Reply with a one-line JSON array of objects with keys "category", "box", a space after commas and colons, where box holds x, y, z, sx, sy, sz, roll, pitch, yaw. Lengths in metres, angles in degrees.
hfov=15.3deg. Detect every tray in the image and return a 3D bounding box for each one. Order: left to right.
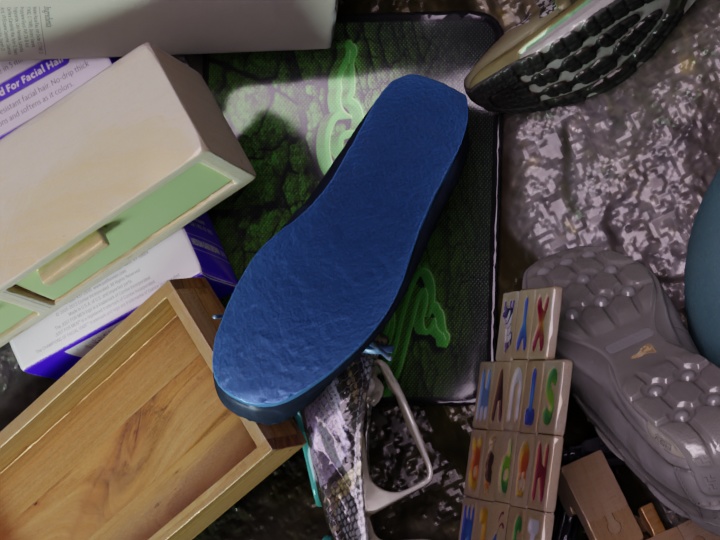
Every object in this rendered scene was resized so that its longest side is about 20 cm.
[{"category": "tray", "box": [-0.125, 0.102, 1.322, 0.200, 0.037, 0.099, -40, 72, 25]}]

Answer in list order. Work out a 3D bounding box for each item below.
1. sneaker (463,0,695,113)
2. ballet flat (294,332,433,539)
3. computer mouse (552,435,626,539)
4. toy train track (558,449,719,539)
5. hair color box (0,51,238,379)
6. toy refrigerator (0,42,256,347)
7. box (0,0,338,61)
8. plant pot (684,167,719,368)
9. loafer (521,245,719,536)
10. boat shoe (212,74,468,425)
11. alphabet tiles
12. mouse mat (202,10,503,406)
[{"category": "sneaker", "box": [0.122, -0.157, 1.310, 0.200, 0.077, 0.089, -40, 61, 2]}, {"category": "ballet flat", "box": [0.004, 0.121, 1.298, 0.072, 0.072, 0.201, -8, 84, 14]}, {"category": "computer mouse", "box": [0.167, 0.144, 1.266, 0.199, 0.046, 0.141, -5, 77, 20]}, {"category": "toy train track", "box": [0.140, 0.180, 1.223, 0.114, 0.033, 0.201, -21, 77, -21]}, {"category": "hair color box", "box": [-0.154, -0.057, 1.365, 0.109, 0.065, 0.201, -27, 77, 12]}, {"category": "toy refrigerator", "box": [-0.155, -0.020, 1.288, 0.200, 0.076, 0.070, -32, 74, 9]}, {"category": "box", "box": [-0.112, -0.149, 1.306, 0.199, 0.082, 0.069, -3, 72, -6]}, {"category": "plant pot", "box": [0.238, 0.000, 1.215, 0.199, 0.135, 0.201, -2, 83, 15]}, {"category": "loafer", "box": [0.128, 0.054, 1.238, 0.070, 0.070, 0.200, -20, 33, -8]}, {"category": "boat shoe", "box": [0.000, 0.000, 1.275, 0.084, 0.069, 0.200, 32, 63, 14]}, {"category": "alphabet tiles", "box": [0.067, 0.108, 1.235, 0.006, 0.166, 0.201, 8, 87, -10]}, {"category": "mouse mat", "box": [-0.007, -0.032, 1.353, 0.160, 0.008, 0.201, 0, 83, 15]}]
